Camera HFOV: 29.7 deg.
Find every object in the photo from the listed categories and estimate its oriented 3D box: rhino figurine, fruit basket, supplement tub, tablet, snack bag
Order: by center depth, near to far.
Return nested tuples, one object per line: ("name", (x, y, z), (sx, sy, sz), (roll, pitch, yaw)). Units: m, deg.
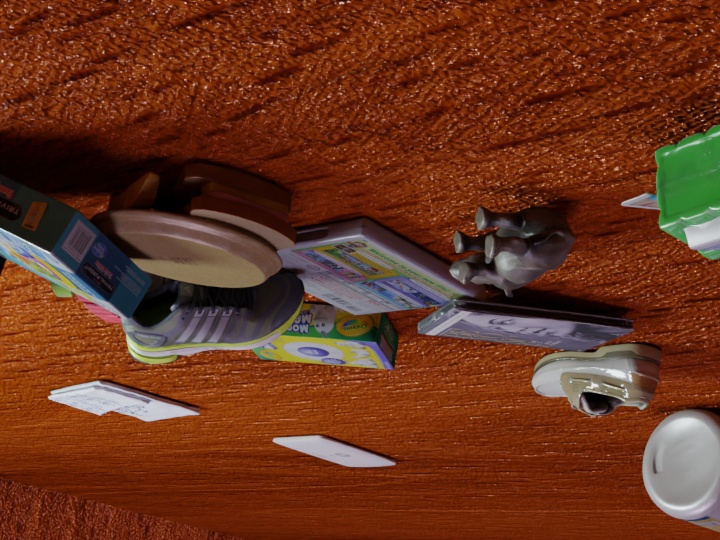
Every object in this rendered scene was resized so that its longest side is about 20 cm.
("fruit basket", (0.320, -0.051, 0.977), (0.199, 0.095, 0.185), (14, 161, -28))
("rhino figurine", (0.131, -0.012, 1.233), (0.087, 0.060, 0.200), (1, 167, -11))
("supplement tub", (0.488, 0.276, 1.814), (0.199, 0.146, 0.144), (23, 157, -38))
("snack bag", (-0.394, 0.223, 2.260), (0.199, 0.022, 0.188), (21, 158, -34))
("tablet", (-0.046, 0.325, 2.424), (0.129, 0.014, 0.199), (-10, 155, 44))

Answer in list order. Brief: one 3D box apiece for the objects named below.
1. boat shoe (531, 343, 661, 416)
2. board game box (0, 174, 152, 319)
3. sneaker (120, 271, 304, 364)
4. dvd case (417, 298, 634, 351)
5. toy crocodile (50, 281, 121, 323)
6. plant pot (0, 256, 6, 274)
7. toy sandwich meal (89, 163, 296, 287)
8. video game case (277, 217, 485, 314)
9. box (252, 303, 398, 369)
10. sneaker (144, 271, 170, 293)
("boat shoe", (0.271, 0.135, 1.606), (0.074, 0.069, 0.200), (18, 160, -26))
("board game box", (-0.309, -0.037, 1.253), (0.199, 0.047, 0.151), (23, 165, 27))
("sneaker", (-0.154, 0.040, 1.386), (0.198, 0.074, 0.081), (-16, 146, 4))
("dvd case", (0.175, 0.061, 1.471), (0.198, 0.016, 0.149), (7, 167, -11))
("toy crocodile", (-0.290, 0.026, 1.541), (0.067, 0.062, 0.200), (4, 162, 13))
("plant pot", (-0.508, 0.025, 1.450), (0.198, 0.179, 0.200), (9, 161, -3))
("toy sandwich meal", (-0.157, -0.043, 1.270), (0.203, 0.071, 0.205), (10, 165, 3))
("video game case", (0.000, 0.000, 1.395), (0.181, 0.022, 0.199), (-7, 155, 41))
("box", (-0.063, 0.075, 1.614), (0.198, 0.049, 0.117), (5, 162, 15))
("sneaker", (-0.228, 0.005, 1.463), (0.075, 0.082, 0.201), (43, 159, 22))
